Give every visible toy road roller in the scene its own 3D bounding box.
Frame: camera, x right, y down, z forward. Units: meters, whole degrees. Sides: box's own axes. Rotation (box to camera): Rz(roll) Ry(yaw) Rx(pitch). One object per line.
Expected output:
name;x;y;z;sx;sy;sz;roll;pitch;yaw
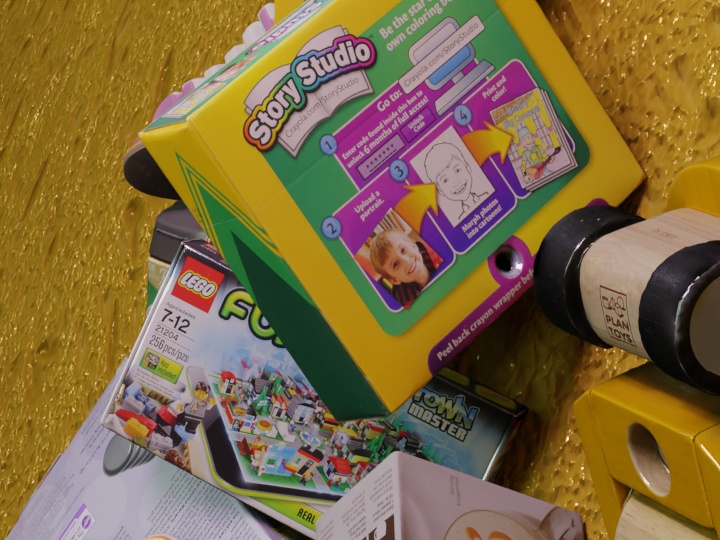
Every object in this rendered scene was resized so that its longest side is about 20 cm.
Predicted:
toy road roller;0.173;0.048;0.996;0.123;0.146;0.201;24;131;64

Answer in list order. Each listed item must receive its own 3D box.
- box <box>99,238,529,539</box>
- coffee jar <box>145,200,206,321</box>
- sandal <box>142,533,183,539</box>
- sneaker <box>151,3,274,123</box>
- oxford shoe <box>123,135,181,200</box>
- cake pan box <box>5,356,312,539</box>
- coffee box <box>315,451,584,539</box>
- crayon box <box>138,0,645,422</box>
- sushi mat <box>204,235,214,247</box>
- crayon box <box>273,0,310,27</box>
box;-0.025;0.076;1.260;0.110;0.200;0.035;-66;-12;10
coffee jar;-0.087;0.059;1.454;0.104;0.085;0.201;19;103;59
sandal;-0.092;0.217;1.220;0.079;0.059;0.207;-47;50;18
sneaker;-0.043;-0.112;1.544;0.200;0.088;0.081;-36;45;32
oxford shoe;-0.048;-0.096;1.441;0.071;0.199;0.071;78;173;-54
cake pan box;-0.128;0.179;1.345;0.200;0.052;0.184;-56;42;10
coffee box;0.045;0.199;1.109;0.080;0.114;0.200;-44;35;41
crayon box;0.020;-0.055;1.178;0.200;0.173;0.058;-41;14;-28
sushi mat;-0.035;-0.079;1.325;0.012;0.096;0.200;23;95;31
crayon box;0.014;-0.155;1.285;0.051;0.200;0.127;24;126;29
